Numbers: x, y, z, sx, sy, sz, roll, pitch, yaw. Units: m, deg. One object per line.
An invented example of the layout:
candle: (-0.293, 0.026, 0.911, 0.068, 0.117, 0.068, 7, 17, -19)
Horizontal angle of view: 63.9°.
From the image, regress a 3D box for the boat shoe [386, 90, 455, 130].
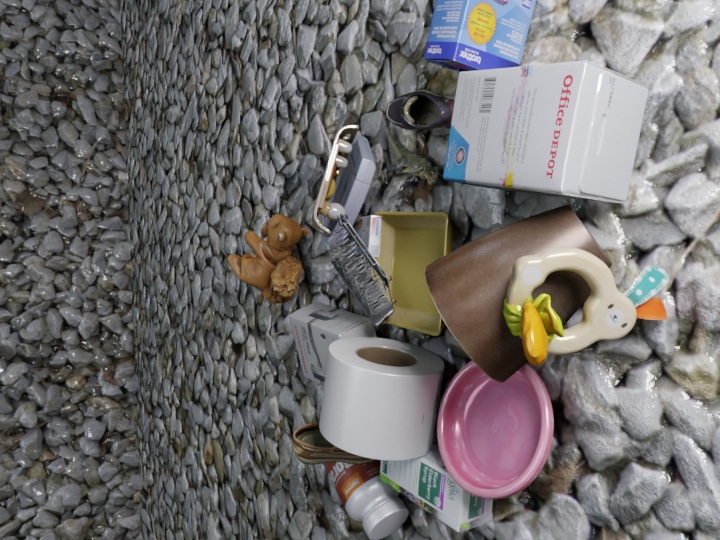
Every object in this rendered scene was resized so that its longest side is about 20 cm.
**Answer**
boat shoe: (0.102, -0.280, 1.005, 0.199, 0.064, 0.073, 29, 113, 51)

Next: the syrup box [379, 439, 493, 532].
syrup box: (0.122, 0.337, 0.949, 0.199, 0.080, 0.080, 12, 100, 54)

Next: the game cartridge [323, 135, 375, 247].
game cartridge: (-0.024, -0.154, 1.162, 0.134, 0.041, 0.202, -106, 35, -52)

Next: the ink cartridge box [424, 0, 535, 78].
ink cartridge box: (0.177, -0.362, 0.845, 0.076, 0.135, 0.204, 33, 115, 52)

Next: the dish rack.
dish rack: (0.000, 0.000, 0.967, 0.154, 0.054, 0.201, 53, 172, 21)

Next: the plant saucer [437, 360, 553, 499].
plant saucer: (0.199, 0.225, 0.839, 0.199, 0.050, 0.204, -31, 48, 41)

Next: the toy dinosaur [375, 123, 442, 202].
toy dinosaur: (0.080, -0.185, 1.052, 0.089, 0.047, 0.200, -56, 45, 17)

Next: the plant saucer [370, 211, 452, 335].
plant saucer: (0.094, -0.001, 1.024, 0.199, 0.048, 0.204, 8, 97, 53)

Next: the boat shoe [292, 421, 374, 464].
boat shoe: (-0.030, 0.303, 1.040, 0.074, 0.196, 0.076, 76, -176, -47)

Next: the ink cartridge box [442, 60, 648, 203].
ink cartridge box: (0.235, -0.176, 0.754, 0.199, 0.144, 0.150, 20, 105, 52)

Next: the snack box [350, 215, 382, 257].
snack box: (0.007, -0.064, 1.093, 0.200, 0.024, 0.073, -162, 75, -79)

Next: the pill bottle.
pill bottle: (0.005, 0.389, 1.083, 0.201, 0.111, 0.113, 52, 128, 41)

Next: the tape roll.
tape roll: (0.035, 0.208, 0.973, 0.201, 0.200, 0.142, 20, 105, 52)

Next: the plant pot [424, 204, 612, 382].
plant pot: (0.218, 0.013, 0.761, 0.199, 0.186, 0.189, -37, 57, 20)

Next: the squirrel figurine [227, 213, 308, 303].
squirrel figurine: (-0.191, -0.028, 1.373, 0.187, 0.141, 0.202, -43, 69, 32)

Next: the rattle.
rattle: (0.265, 0.045, 0.624, 0.143, 0.196, 0.133, 31, -111, -88)

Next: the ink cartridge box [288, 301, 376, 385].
ink cartridge box: (-0.051, 0.157, 1.157, 0.199, 0.084, 0.148, 13, 119, 55)

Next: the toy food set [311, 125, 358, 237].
toy food set: (-0.044, -0.167, 1.109, 0.143, 0.059, 0.204, -169, 96, -84)
